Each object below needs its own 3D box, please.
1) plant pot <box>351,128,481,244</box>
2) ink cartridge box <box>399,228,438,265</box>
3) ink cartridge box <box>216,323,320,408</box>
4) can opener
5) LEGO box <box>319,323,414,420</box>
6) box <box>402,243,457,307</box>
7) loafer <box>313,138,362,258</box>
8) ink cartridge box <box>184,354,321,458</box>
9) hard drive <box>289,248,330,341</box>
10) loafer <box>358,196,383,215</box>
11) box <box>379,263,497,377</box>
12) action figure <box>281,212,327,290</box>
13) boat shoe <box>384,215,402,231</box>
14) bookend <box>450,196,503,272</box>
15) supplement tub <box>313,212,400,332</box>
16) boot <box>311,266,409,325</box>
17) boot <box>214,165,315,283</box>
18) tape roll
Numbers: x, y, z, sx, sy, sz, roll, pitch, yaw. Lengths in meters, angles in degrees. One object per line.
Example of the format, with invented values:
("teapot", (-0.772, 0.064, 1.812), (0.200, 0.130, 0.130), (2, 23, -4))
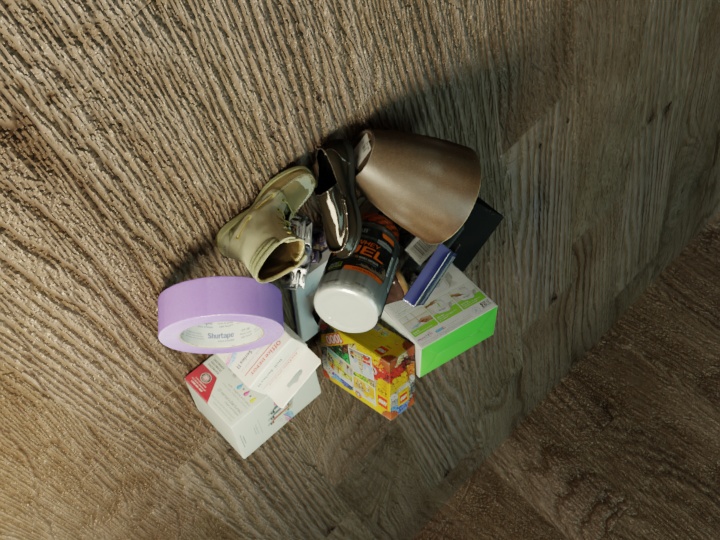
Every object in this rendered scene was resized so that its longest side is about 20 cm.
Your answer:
("plant pot", (0.077, -0.168, 1.633), (0.199, 0.187, 0.188), (22, 109, -29))
("ink cartridge box", (0.118, -0.083, 1.824), (0.109, 0.050, 0.200), (-45, -164, 2))
("ink cartridge box", (-0.177, 0.130, 1.604), (0.117, 0.200, 0.067), (-50, 153, 0))
("can opener", (0.131, -0.027, 1.860), (0.200, 0.053, 0.067), (-50, 179, -25))
("LEGO box", (0.014, 0.182, 1.869), (0.077, 0.199, 0.150), (-30, 132, -34))
("box", (0.129, 0.009, 1.704), (0.122, 0.032, 0.200), (-56, 173, 4))
("loafer", (-0.049, -0.119, 1.561), (0.071, 0.073, 0.202), (-7, 91, -43))
("ink cartridge box", (-0.197, 0.214, 1.740), (0.200, 0.145, 0.145), (-40, 151, -21))
("hard drive", (-0.078, 0.043, 1.834), (0.132, 0.025, 0.201), (-37, 150, -23))
("loafer", (0.050, -0.138, 1.758), (0.200, 0.063, 0.072), (-48, 153, -4))
("box", (0.146, 0.089, 1.897), (0.199, 0.176, 0.097), (-28, 142, -24))
("action figure", (-0.099, -0.033, 1.594), (0.200, 0.069, 0.131), (-36, 145, -79))
("boat shoe", (0.103, -0.151, 1.822), (0.200, 0.062, 0.072), (-51, 153, 3))
("bookend", (0.184, -0.080, 2.001), (0.200, 0.092, 0.198), (-55, 151, 12))
("supplement tub", (0.000, 0.000, 1.641), (0.123, 0.122, 0.201), (95, 10, -48))
("boot", (-0.002, 0.057, 1.768), (0.166, 0.073, 0.200), (-26, 177, -15))
("boot", (-0.122, -0.073, 1.475), (0.200, 0.154, 0.072), (-43, 128, -11))
("tape roll", (-0.224, 0.074, 1.491), (0.199, 0.066, 0.200), (-5, 160, -2))
